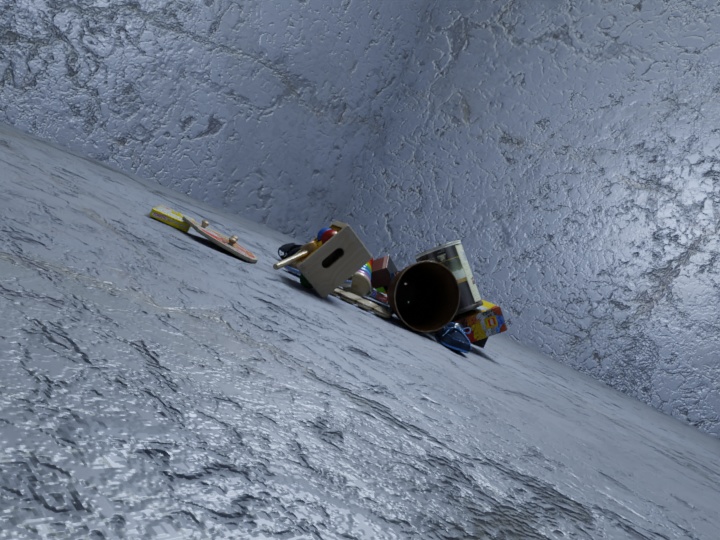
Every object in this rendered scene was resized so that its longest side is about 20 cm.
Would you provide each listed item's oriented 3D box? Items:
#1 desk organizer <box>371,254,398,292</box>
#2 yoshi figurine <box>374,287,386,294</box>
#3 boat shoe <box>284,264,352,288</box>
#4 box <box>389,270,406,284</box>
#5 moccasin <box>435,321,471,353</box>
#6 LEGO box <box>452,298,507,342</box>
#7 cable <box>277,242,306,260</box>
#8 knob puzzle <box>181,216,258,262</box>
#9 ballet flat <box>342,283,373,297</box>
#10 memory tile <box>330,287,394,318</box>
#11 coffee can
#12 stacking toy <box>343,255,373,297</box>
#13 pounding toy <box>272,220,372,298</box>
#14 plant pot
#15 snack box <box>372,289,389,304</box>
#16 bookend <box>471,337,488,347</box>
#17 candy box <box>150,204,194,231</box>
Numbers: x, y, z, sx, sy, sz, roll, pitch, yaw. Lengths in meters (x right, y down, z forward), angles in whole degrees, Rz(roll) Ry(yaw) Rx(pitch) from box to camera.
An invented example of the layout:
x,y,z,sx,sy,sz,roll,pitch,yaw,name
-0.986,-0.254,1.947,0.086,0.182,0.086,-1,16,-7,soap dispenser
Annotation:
x,y,z,sx,sy,sz,roll,pitch,yaw,name
0.098,0.052,1.851,0.200,0.077,0.072,59,26,-30,desk organizer
0.073,0.045,2.017,0.200,0.112,0.112,100,-33,-75,yoshi figurine
-0.117,-0.008,1.598,0.199,0.073,0.072,14,3,-11,boat shoe
0.163,0.075,1.833,0.038,0.137,0.200,-17,-10,23,box
0.246,0.169,1.516,0.080,0.069,0.200,23,3,-15,moccasin
0.339,0.155,1.718,0.148,0.078,0.200,-18,5,-2,LEGO box
-0.167,-0.036,1.823,0.199,0.051,0.163,-6,-34,45,cable
-0.335,-0.076,1.432,0.219,0.031,0.220,31,1,-1,knob puzzle
-0.041,0.032,1.791,0.199,0.072,0.072,23,3,-19,ballet flat
-0.004,0.085,1.542,0.199,0.017,0.153,24,2,8,memory tile
0.259,0.029,1.654,0.146,0.201,0.146,-19,-5,-2,coffee can
0.000,0.000,1.738,0.085,0.086,0.200,23,29,-4,stacking toy
-0.101,-0.031,1.365,0.142,0.200,0.184,52,-6,-15,pounding toy
0.150,0.067,1.562,0.186,0.188,0.200,23,-6,-14,plant pot
0.031,0.075,2.012,0.199,0.024,0.072,25,1,28,snack box
0.328,0.171,1.977,0.199,0.093,0.199,24,2,-17,bookend
-0.504,-0.142,1.513,0.102,0.027,0.200,22,3,-16,candy box
